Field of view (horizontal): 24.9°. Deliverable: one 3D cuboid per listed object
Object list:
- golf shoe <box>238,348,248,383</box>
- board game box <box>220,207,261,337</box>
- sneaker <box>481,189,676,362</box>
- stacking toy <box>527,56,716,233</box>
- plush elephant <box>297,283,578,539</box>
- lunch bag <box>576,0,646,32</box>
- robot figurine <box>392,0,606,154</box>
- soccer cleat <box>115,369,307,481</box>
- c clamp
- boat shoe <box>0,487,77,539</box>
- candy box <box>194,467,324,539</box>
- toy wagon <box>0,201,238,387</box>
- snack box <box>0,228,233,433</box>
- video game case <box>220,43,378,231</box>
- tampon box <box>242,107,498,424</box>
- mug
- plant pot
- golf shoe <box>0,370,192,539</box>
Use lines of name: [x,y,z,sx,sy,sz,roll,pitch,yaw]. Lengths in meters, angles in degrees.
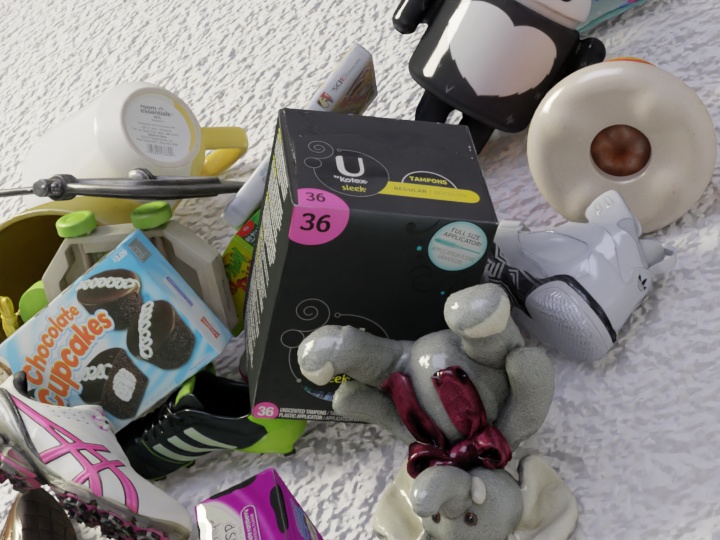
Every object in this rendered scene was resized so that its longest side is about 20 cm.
golf shoe: [-0.032,0.013,1.360,0.200,0.092,0.075,-42,38,-10]
board game box: [-0.055,-0.040,1.395,0.200,0.048,0.102,-50,-3,-43]
sneaker: [0.151,-0.011,1.271,0.115,0.075,0.200,-41,41,-15]
stacking toy: [0.217,-0.131,1.337,0.146,0.146,0.200,-17,23,20]
plush elephant: [0.065,0.122,1.120,0.164,0.200,0.155,-13,63,26]
lunch bag: [0.185,-0.291,1.503,0.200,0.160,0.077,-25,31,20]
robot figurine: [0.119,-0.200,1.430,0.125,0.150,0.200,44,111,44]
soccer cleat: [-0.137,0.120,1.317,0.200,0.081,0.068,-13,39,27]
c clamp: [-0.193,-0.071,1.338,0.171,0.027,0.200,1,4,27]
boat shoe: [-0.270,0.247,1.277,0.072,0.076,0.200,-31,29,15]
candy box: [-0.025,0.237,0.998,0.061,0.200,0.136,-27,35,6]
toy wagon: [-0.202,0.024,1.337,0.200,0.155,0.040,-5,22,20]
snack box: [-0.210,0.068,1.315,0.200,0.116,0.037,-37,8,29]
video game case: [-0.048,-0.104,1.420,0.182,0.023,0.200,-52,-4,-1]
tampon box: [0.000,0.000,1.219,0.150,0.200,0.126,4,38,-12]
mug: [-0.213,-0.114,1.550,0.153,0.149,0.187,-35,12,50]
plant pot: [-0.227,0.013,1.443,0.200,0.200,0.142,-15,19,22]
golf shoe: [-0.213,0.148,1.279,0.200,0.073,0.092,27,65,6]
